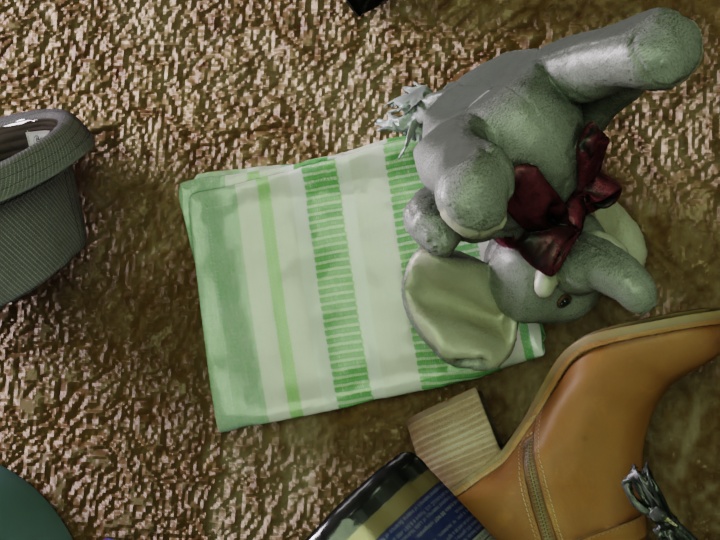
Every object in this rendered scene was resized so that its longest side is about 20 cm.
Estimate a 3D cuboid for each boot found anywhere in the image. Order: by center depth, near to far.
[{"bbox_3d":[0.135,0.117,1.032,0.198,0.077,0.157,-25,81,7],"label":"boot"}]

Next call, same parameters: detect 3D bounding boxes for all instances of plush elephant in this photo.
[{"bbox_3d":[0.098,-0.030,1.012,0.164,0.200,0.156,-39,110,-20],"label":"plush elephant"}]

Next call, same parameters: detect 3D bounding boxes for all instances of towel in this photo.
[{"bbox_3d":[0.000,0.000,1.104,0.198,0.023,0.154,-11,80,7],"label":"towel"}]

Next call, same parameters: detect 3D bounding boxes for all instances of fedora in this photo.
[{"bbox_3d":[-0.238,-0.023,1.096,0.198,0.177,0.091,-15,108,7],"label":"fedora"}]

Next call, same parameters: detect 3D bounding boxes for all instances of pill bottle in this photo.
[{"bbox_3d":[0.053,0.202,0.979,0.112,0.112,0.200,-43,82,0],"label":"pill bottle"}]

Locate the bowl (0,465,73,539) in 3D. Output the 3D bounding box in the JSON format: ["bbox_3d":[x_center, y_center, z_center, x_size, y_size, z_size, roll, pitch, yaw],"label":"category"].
[{"bbox_3d":[-0.264,0.199,1.073,0.199,0.105,0.203,-2,80,10],"label":"bowl"}]

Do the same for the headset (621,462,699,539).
[{"bbox_3d":[0.234,0.082,0.990,0.200,0.123,0.094,-40,95,-8],"label":"headset"}]

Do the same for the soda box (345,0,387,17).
[{"bbox_3d":[-0.023,-0.258,1.130,0.070,0.063,0.201,-28,78,3],"label":"soda box"}]
